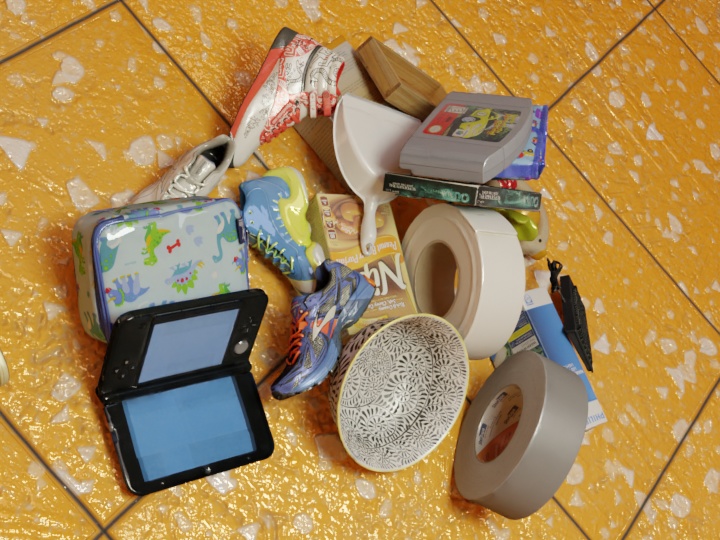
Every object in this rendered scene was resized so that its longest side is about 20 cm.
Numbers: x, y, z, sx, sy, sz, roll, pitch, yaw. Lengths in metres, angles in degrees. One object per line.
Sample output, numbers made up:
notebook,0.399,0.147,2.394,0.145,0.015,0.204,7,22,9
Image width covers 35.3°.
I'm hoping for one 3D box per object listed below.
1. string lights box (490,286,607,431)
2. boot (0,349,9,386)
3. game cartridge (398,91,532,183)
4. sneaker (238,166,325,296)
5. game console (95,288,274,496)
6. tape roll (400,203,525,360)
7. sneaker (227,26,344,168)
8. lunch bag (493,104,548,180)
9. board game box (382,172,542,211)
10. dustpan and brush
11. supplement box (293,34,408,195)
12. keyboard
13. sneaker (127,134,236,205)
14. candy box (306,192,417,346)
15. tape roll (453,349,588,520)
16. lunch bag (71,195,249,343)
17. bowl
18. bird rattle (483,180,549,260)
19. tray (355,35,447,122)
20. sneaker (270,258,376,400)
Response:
string lights box,0.244,0.136,1.540,0.059,0.103,0.201,-11,71,-38
boot,-0.466,0.076,1.127,0.200,0.073,0.155,47,49,-1
game cartridge,0.146,-0.175,1.448,0.132,0.041,0.200,12,36,20
sneaker,-0.107,-0.032,1.436,0.104,0.076,0.201,-9,70,-16
game console,-0.178,0.130,1.257,0.199,0.172,0.118,-11,45,-40
tape roll,0.125,0.014,1.464,0.070,0.202,0.204,4,63,-30
sneaker,-0.094,-0.209,1.473,0.107,0.067,0.203,24,81,2
lunch bag,0.169,-0.155,1.513,0.149,0.095,0.200,4,24,11
board game box,0.137,-0.101,1.476,0.199,0.134,0.028,-1,100,-58
dustpan and brush,0.019,-0.118,1.484,0.139,0.057,0.202,16,59,-31
supplement box,-0.015,-0.211,1.578,0.200,0.073,0.126,51,51,0
keyboard,0.298,0.052,1.600,0.128,0.020,0.200,58,17,-15
sneaker,-0.220,-0.100,1.376,0.074,0.087,0.201,39,52,-12
candy box,0.000,0.000,1.485,0.115,0.055,0.201,0,65,-31
tape roll,0.197,0.203,1.410,0.066,0.200,0.201,28,53,-16
lunch bag,-0.222,0.002,1.291,0.199,0.082,0.162,-12,106,-37
bowl,0.028,0.135,1.384,0.200,0.094,0.202,-14,113,-34
bird rattle,0.213,-0.095,1.676,0.162,0.112,0.201,29,39,-31
tray,0.077,-0.256,1.623,0.199,0.037,0.099,20,36,-54
sneaker,-0.059,0.070,1.349,0.078,0.075,0.201,40,55,-16
